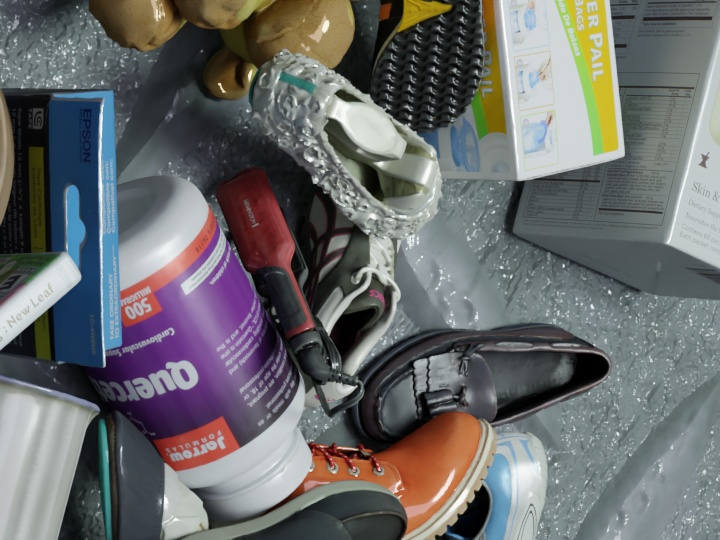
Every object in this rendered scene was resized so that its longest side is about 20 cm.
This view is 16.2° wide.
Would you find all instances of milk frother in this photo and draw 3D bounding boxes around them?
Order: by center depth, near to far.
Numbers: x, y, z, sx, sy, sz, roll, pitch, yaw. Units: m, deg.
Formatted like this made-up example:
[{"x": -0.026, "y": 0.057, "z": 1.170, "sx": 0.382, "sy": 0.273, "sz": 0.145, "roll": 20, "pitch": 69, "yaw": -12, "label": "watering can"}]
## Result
[{"x": -0.224, "y": 0.145, "z": 1.364, "sx": 0.180, "sy": 0.200, "sz": 0.189, "roll": 18, "pitch": 81, "yaw": -36, "label": "milk frother"}]

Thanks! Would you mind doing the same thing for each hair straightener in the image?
[{"x": -0.034, "y": 0.022, "z": 1.532, "sx": 0.041, "sy": 0.200, "sz": 0.077, "roll": -29, "pitch": 134, "yaw": -3, "label": "hair straightener"}]

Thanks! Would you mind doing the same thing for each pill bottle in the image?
[{"x": -0.106, "y": 0.050, "z": 1.511, "sx": 0.112, "sy": 0.112, "sz": 0.200, "roll": -43, "pitch": 118, "yaw": -30, "label": "pill bottle"}]

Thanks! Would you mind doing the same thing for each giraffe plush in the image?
[{"x": -0.066, "y": -0.178, "z": 1.525, "sx": 0.200, "sy": 0.172, "sz": 0.162, "roll": -89, "pitch": 155, "yaw": -45, "label": "giraffe plush"}]

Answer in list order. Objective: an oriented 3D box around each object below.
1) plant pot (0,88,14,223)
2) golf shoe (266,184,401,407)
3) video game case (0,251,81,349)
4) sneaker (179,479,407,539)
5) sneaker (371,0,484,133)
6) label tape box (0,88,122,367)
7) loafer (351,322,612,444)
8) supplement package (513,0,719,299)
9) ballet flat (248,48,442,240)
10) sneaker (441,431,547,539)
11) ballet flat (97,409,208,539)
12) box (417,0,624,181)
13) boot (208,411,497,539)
[{"x": -0.276, "y": -0.048, "z": 1.345, "sx": 0.093, "sy": 0.200, "sz": 0.201, "roll": 68, "pitch": 41, "yaw": -74, "label": "plant pot"}, {"x": 0.000, "y": 0.000, "z": 1.615, "sx": 0.077, "sy": 0.088, "sz": 0.200, "roll": 33, "pitch": 71, "yaw": -35, "label": "golf shoe"}, {"x": -0.262, "y": 0.051, "z": 1.322, "sx": 0.182, "sy": 0.200, "sz": 0.022, "roll": -43, "pitch": 114, "yaw": -29, "label": "video game case"}, {"x": -0.023, "y": 0.193, "z": 1.496, "sx": 0.200, "sy": 0.106, "sz": 0.075, "roll": -16, "pitch": 133, "yaw": -45, "label": "sneaker"}, {"x": 0.045, "y": -0.180, "z": 1.595, "sx": 0.090, "sy": 0.070, "sz": 0.200, "roll": -88, "pitch": -178, "yaw": -46, "label": "sneaker"}, {"x": -0.175, "y": -0.027, "z": 1.389, "sx": 0.066, "sy": 0.200, "sz": 0.144, "roll": -6, "pitch": 97, "yaw": -40, "label": "label tape box"}, {"x": 0.085, "y": 0.074, "z": 1.706, "sx": 0.200, "sy": 0.063, "sz": 0.072, "roll": -13, "pitch": 103, "yaw": -39, "label": "loafer"}, {"x": 0.230, "y": -0.095, "z": 1.749, "sx": 0.152, "sy": 0.150, "sz": 0.200, "roll": 22, "pitch": 79, "yaw": -39, "label": "supplement package"}, {"x": 0.007, "y": -0.067, "z": 1.520, "sx": 0.200, "sy": 0.072, "sz": 0.072, "roll": 34, "pitch": 71, "yaw": -51, "label": "ballet flat"}, {"x": 0.089, "y": 0.201, "z": 1.719, "sx": 0.072, "sy": 0.072, "sz": 0.200, "roll": -5, "pitch": 112, "yaw": -7, "label": "sneaker"}, {"x": -0.125, "y": 0.166, "z": 1.498, "sx": 0.073, "sy": 0.073, "sz": 0.200, "roll": -22, "pitch": 131, "yaw": -37, "label": "ballet flat"}, {"x": 0.093, "y": -0.165, "z": 1.664, "sx": 0.101, "sy": 0.112, "sz": 0.201, "roll": -14, "pitch": 101, "yaw": -39, "label": "box"}, {"x": -0.004, "y": 0.137, "z": 1.616, "sx": 0.200, "sy": 0.075, "sz": 0.107, "roll": -37, "pitch": 109, "yaw": -17, "label": "boot"}]
